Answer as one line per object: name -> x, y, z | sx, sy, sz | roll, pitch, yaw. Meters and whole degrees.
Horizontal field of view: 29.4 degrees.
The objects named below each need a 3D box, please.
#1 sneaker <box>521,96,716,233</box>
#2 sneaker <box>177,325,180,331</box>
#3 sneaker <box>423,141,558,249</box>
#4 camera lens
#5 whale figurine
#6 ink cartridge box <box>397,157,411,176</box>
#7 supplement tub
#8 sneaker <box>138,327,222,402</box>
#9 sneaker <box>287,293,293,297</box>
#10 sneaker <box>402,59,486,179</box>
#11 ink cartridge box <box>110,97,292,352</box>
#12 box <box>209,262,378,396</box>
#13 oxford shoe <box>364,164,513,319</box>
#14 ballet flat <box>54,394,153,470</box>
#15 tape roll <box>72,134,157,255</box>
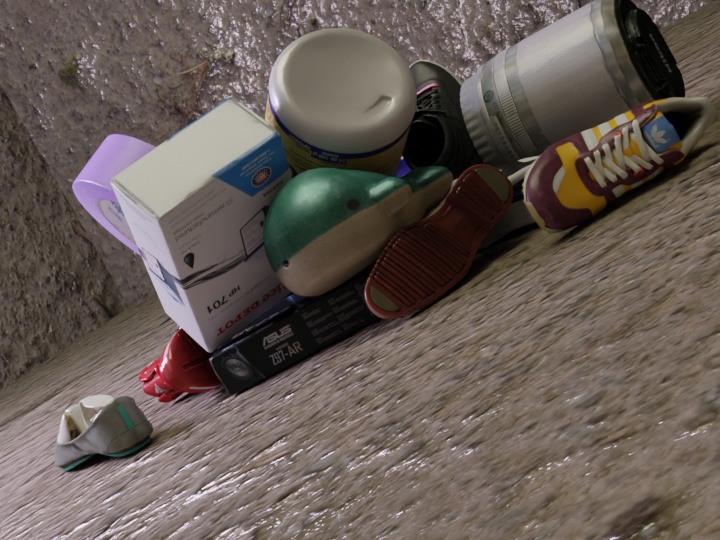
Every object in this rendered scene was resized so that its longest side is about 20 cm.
sneaker -> 0.224, -0.102, 1.190 | 0.200, 0.075, 0.090 | -34, 2, -33
sneaker -> -0.153, 0.052, 1.610 | 0.200, 0.073, 0.112 | -25, 6, 24
sneaker -> 0.155, -0.076, 1.376 | 0.200, 0.073, 0.112 | -11, 14, 45
camera lens -> 0.226, -0.181, 1.436 | 0.200, 0.160, 0.160 | -26, 7, 27
whale figurine -> -0.006, -0.058, 1.289 | 0.200, 0.104, 0.159 | -31, -6, -35
ink cartridge box -> 0.097, -0.109, 1.617 | 0.198, 0.043, 0.200 | -26, -22, 30
supplement tub -> -0.028, -0.128, 1.383 | 0.145, 0.145, 0.200 | -32, -22, -26
sneaker -> -0.190, 0.114, 1.457 | 0.116, 0.078, 0.200 | -41, -3, 15
sneaker -> 0.000, 0.000, 1.511 | 0.200, 0.070, 0.090 | -30, -14, 16
sneaker -> 0.076, -0.164, 1.453 | 0.071, 0.200, 0.099 | -34, -35, 22
ink cartridge box -> -0.135, -0.041, 1.320 | 0.146, 0.200, 0.086 | -38, 52, -20
box -> -0.042, 0.043, 1.373 | 0.200, 0.044, 0.160 | -28, 7, 12
oxford shoe -> 0.070, -0.013, 1.266 | 0.200, 0.070, 0.075 | -42, -10, -32
ballet flat -> -0.269, 0.158, 1.387 | 0.067, 0.064, 0.200 | -33, 7, -33
tape roll -> -0.209, -0.059, 1.475 | 0.066, 0.200, 0.200 | -58, 15, -17
